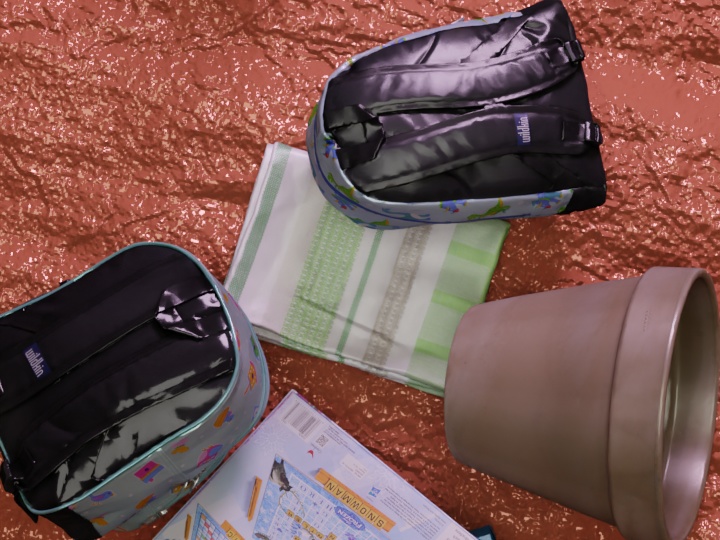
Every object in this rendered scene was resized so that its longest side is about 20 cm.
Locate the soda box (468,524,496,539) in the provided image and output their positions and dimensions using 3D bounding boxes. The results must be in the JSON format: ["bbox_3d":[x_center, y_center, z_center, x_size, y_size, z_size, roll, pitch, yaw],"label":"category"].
[{"bbox_3d":[0.013,0.251,1.545,0.198,0.068,0.065,-18,88,3],"label":"soda box"}]

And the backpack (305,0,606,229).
[{"bbox_3d":[0.059,-0.101,1.518,0.198,0.154,0.165,-12,84,-24],"label":"backpack"}]

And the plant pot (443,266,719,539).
[{"bbox_3d":[0.158,0.091,1.492,0.172,0.200,0.202,5,89,19],"label":"plant pot"}]

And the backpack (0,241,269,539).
[{"bbox_3d":[-0.166,0.084,1.506,0.199,0.153,0.177,-35,60,9],"label":"backpack"}]

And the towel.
[{"bbox_3d":[0.000,0.000,1.571,0.198,0.031,0.151,18,91,4],"label":"towel"}]

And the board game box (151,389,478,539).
[{"bbox_3d":[-0.044,0.220,1.501,0.200,0.041,0.200,37,75,28],"label":"board game box"}]
